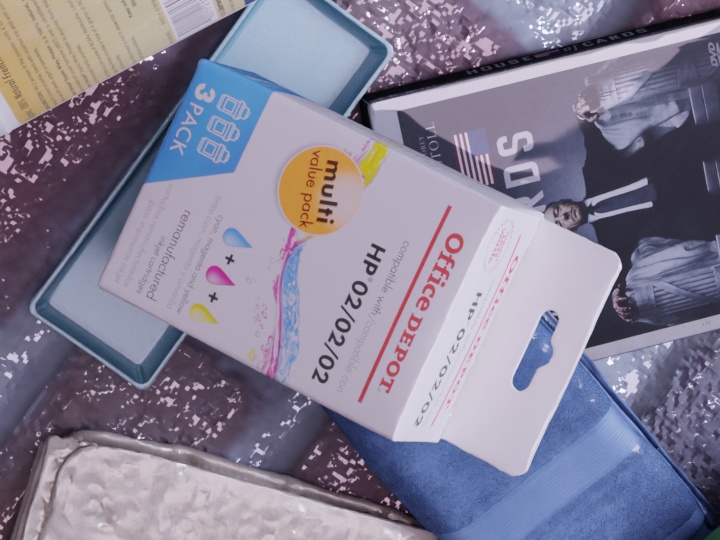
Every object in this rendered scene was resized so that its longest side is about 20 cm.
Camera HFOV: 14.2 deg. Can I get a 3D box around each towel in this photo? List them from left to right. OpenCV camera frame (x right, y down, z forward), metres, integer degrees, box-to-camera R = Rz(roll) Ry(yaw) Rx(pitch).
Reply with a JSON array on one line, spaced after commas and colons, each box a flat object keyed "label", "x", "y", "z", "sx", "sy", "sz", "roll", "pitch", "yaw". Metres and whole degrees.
[{"label": "towel", "x": -0.074, "y": 0.157, "z": 1.384, "sx": 0.200, "sy": 0.034, "sz": 0.133, "roll": 17, "pitch": 99, "yaw": -14}, {"label": "towel", "x": 0.075, "y": 0.089, "z": 1.372, "sx": 0.112, "sy": 0.049, "sz": 0.200, "roll": -38, "pitch": 118, "yaw": 7}]

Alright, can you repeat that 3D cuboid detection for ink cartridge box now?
[{"label": "ink cartridge box", "x": 0.000, "y": 0.000, "z": 1.280, "sx": 0.200, "sy": 0.068, "sz": 0.115, "roll": 26, "pitch": 96, "yaw": 19}]

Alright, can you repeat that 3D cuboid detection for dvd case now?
[{"label": "dvd case", "x": 0.111, "y": -0.033, "z": 1.382, "sx": 0.199, "sy": 0.025, "sz": 0.151, "roll": -14, "pitch": 103, "yaw": -7}]

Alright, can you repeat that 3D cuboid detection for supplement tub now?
[{"label": "supplement tub", "x": -0.145, "y": -0.144, "z": 1.254, "sx": 0.200, "sy": 0.144, "sz": 0.145, "roll": -28, "pitch": 104, "yaw": -4}]

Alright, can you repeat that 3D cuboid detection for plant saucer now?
[{"label": "plant saucer", "x": -0.070, "y": -0.044, "z": 1.352, "sx": 0.070, "sy": 0.019, "sz": 0.200, "roll": 36, "pitch": 94, "yaw": -14}]

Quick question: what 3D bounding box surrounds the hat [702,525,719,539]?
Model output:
[{"label": "hat", "x": 0.238, "y": 0.092, "z": 1.430, "sx": 0.199, "sy": 0.176, "sz": 0.166, "roll": -13, "pitch": 135, "yaw": 8}]
